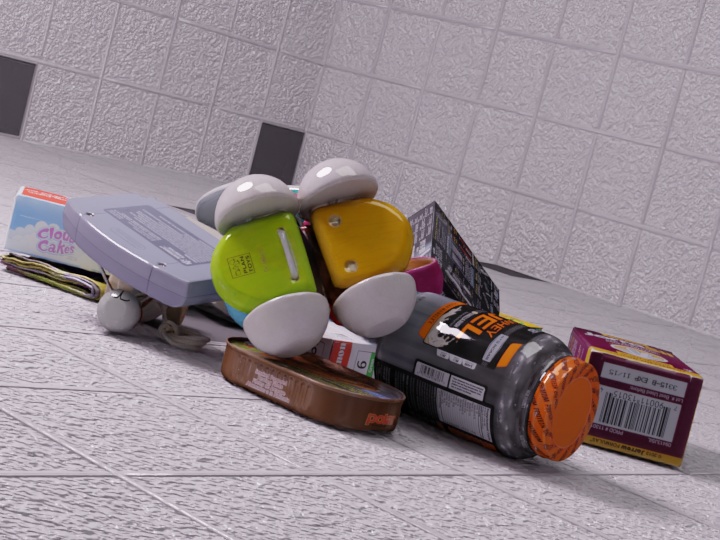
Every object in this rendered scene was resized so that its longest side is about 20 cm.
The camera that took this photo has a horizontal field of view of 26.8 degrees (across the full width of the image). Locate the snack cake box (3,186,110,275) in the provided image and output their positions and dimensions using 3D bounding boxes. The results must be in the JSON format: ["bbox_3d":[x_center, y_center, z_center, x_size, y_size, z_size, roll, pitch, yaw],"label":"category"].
[{"bbox_3d":[-0.309,-0.039,1.763,0.198,0.068,0.115,14,7,-11],"label":"snack cake box"}]

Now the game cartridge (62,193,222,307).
[{"bbox_3d":[-0.207,-0.022,1.537,0.199,0.041,0.133,32,21,34],"label":"game cartridge"}]

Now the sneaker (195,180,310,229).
[{"bbox_3d":[-0.137,-0.061,1.910,0.198,0.085,0.121,0,16,21],"label":"sneaker"}]

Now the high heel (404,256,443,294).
[{"bbox_3d":[0.000,0.000,1.754,0.198,0.097,0.068,19,49,16],"label":"high heel"}]

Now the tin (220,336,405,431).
[{"bbox_3d":[-0.048,0.106,1.413,0.199,0.042,0.111,20,3,41],"label":"tin"}]

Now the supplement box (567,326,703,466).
[{"bbox_3d":[0.296,0.138,1.696,0.129,0.104,0.200,14,5,0],"label":"supplement box"}]

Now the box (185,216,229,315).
[{"bbox_3d":[-0.170,0.001,1.832,0.068,0.083,0.200,33,-3,-30],"label":"box"}]

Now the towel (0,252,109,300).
[{"bbox_3d":[-0.312,0.006,1.764,0.142,0.023,0.200,17,6,23],"label":"towel"}]

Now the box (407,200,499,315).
[{"bbox_3d":[0.116,0.020,1.909,0.158,0.050,0.200,53,18,-18],"label":"box"}]

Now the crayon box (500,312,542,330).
[{"bbox_3d":[0.138,0.076,2.119,0.171,0.059,0.199,18,6,29],"label":"crayon box"}]

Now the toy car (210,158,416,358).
[{"bbox_3d":[-0.050,0.001,1.460,0.198,0.177,0.150,-12,-23,-16],"label":"toy car"}]

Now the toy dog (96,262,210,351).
[{"bbox_3d":[-0.224,0.009,1.584,0.131,0.097,0.200,13,6,-19],"label":"toy dog"}]

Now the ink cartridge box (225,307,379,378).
[{"bbox_3d":[-0.040,0.084,1.592,0.199,0.051,0.109,9,8,-40],"label":"ink cartridge box"}]

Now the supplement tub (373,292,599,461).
[{"bbox_3d":[0.121,0.104,1.447,0.199,0.124,0.122,19,7,36],"label":"supplement tub"}]

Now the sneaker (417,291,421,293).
[{"bbox_3d":[0.020,0.040,1.642,0.095,0.080,0.200,27,6,-29],"label":"sneaker"}]
